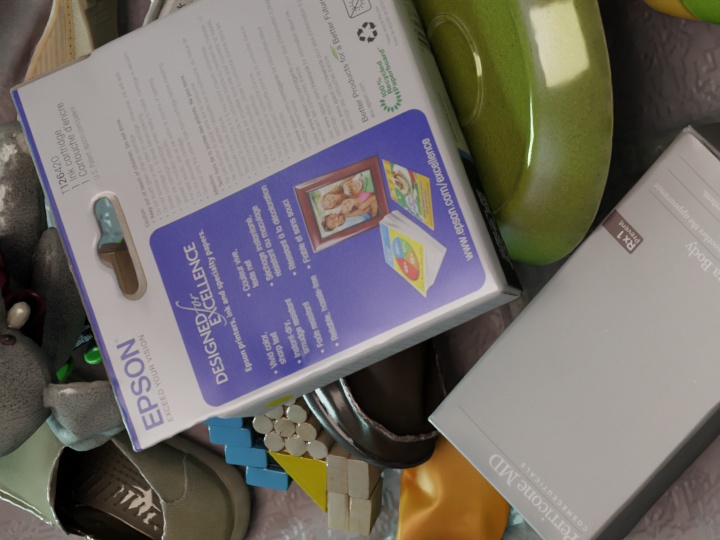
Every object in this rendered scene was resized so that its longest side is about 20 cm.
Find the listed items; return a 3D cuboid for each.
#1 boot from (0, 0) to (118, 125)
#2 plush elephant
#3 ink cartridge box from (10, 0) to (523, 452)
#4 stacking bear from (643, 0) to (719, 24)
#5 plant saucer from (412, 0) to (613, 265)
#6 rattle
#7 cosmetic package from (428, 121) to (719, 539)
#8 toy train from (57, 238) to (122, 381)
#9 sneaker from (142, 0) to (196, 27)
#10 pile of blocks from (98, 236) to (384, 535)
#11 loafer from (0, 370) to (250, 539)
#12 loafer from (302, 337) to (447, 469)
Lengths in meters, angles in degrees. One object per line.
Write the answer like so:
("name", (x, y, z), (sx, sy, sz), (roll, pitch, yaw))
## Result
("boot", (-0.210, -0.139, 1.566), (0.166, 0.072, 0.200), (-3, 97, 22))
("plush elephant", (-0.200, 0.033, 1.453), (0.155, 0.164, 0.200), (-171, 74, -68))
("ink cartridge box", (-0.046, -0.039, 1.405), (0.200, 0.047, 0.198), (-24, 76, 17))
("stacking bear", (0.158, -0.170, 1.370), (0.200, 0.121, 0.114), (0, 106, 35))
("plant saucer", (0.056, -0.098, 1.400), (0.200, 0.031, 0.200), (39, 135, 52))
("rattle", (0.029, 0.161, 1.402), (0.130, 0.200, 0.143), (30, 106, 21))
("cosmetic package", (0.140, 0.034, 1.403), (0.107, 0.090, 0.200), (44, 107, 14))
("toy train", (-0.104, 0.000, 1.538), (0.200, 0.056, 0.042), (-28, 126, 20))
("sneaker", (-0.069, -0.142, 1.493), (0.074, 0.087, 0.200), (12, 98, 27))
("pile of blocks", (-0.056, 0.049, 1.496), (0.082, 0.062, 0.200), (-29, 106, 30))
("loafer", (-0.154, 0.101, 1.561), (0.200, 0.068, 0.076), (18, 101, 24))
("loafer", (0.000, 0.000, 1.446), (0.071, 0.073, 0.200), (-26, 80, 50))
